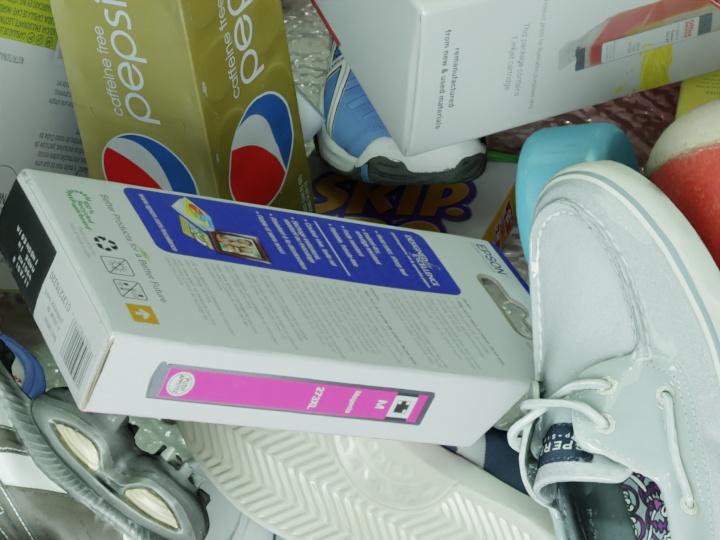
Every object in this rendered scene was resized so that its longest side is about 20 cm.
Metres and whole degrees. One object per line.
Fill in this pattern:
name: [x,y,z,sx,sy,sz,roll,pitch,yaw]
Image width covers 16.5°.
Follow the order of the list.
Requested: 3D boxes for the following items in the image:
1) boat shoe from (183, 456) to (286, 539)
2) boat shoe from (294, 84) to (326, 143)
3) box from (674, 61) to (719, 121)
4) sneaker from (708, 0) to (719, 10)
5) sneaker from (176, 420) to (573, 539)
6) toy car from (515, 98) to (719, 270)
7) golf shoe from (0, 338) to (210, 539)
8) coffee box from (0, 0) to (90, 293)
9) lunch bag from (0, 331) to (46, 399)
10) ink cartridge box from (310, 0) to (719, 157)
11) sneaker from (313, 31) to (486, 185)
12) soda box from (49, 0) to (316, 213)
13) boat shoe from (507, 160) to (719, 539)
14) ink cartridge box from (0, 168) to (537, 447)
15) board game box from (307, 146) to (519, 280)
boat shoe: [-0.084,0.122,0.870,0.073,0.067,0.200,13,43,20]
boat shoe: [-0.091,-0.084,1.094,0.066,0.074,0.200,-54,41,-4]
box: [0.167,-0.081,1.084,0.050,0.076,0.200,6,40,10]
sneaker: [0.123,-0.116,0.883,0.107,0.068,0.202,3,27,0]
sneaker: [0.016,0.073,0.906,0.200,0.075,0.084,39,20,25]
toy car: [0.160,0.053,0.897,0.183,0.177,0.201,-4,67,21]
golf shoe: [-0.146,0.051,0.818,0.200,0.078,0.095,37,83,14]
coffee box: [-0.210,-0.110,0.987,0.199,0.199,0.200,18,5,20]
lunch bag: [-0.218,0.073,0.934,0.199,0.076,0.160,20,45,31]
ink cartridge box: [0.082,-0.146,1.030,0.199,0.084,0.145,-16,51,-18]
sneaker: [0.016,-0.100,1.085,0.075,0.077,0.200,-1,31,-7]
soda box: [-0.070,-0.078,0.967,0.064,0.201,0.068,12,42,27]
boat shoe: [0.089,0.061,0.810,0.071,0.070,0.202,-8,77,-42]
ink cartridge box: [-0.019,0.015,0.848,0.199,0.037,0.095,6,32,-32]
board game box: [0.000,0.000,1.041,0.095,0.030,0.200,12,40,20]
